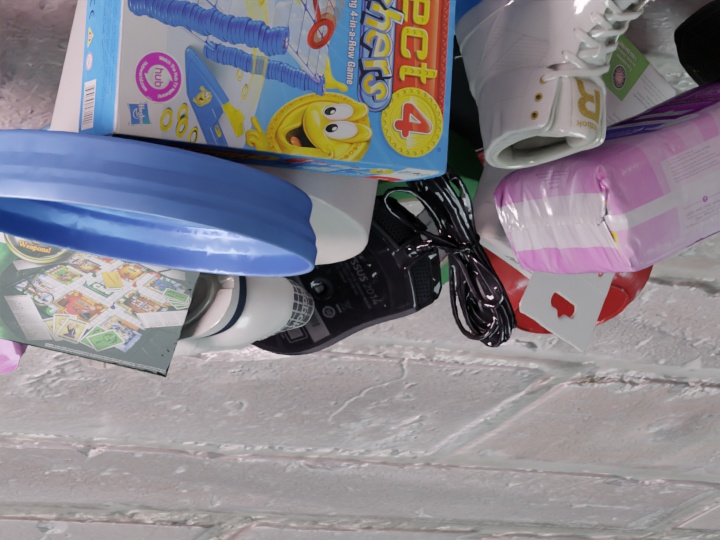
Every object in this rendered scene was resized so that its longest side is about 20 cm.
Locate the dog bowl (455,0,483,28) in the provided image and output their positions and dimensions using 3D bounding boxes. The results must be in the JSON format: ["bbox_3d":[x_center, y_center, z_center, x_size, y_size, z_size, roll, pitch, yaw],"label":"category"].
[{"bbox_3d":[0.101,-0.202,1.146,0.200,0.050,0.111,-22,153,28],"label":"dog bowl"}]

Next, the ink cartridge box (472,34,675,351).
[{"bbox_3d":[0.138,-0.057,1.312,0.067,0.201,0.117,14,170,34],"label":"ink cartridge box"}]

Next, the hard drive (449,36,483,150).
[{"bbox_3d":[0.030,-0.112,1.362,0.200,0.033,0.140,-19,154,23],"label":"hard drive"}]

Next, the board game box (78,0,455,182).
[{"bbox_3d":[-0.045,-0.157,1.028,0.195,0.201,0.056,5,176,-28],"label":"board game box"}]

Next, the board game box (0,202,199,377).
[{"bbox_3d":[-0.199,-0.003,1.150,0.199,0.023,0.105,14,122,-13],"label":"board game box"}]

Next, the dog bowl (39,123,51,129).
[{"bbox_3d":[-0.219,-0.049,1.337,0.200,0.112,0.050,-20,140,26],"label":"dog bowl"}]

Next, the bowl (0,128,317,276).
[{"bbox_3d":[-0.120,-0.035,1.032,0.200,0.040,0.201,9,172,1],"label":"bowl"}]

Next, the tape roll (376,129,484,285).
[{"bbox_3d":[0.001,-0.028,1.389,0.200,0.048,0.201,-18,152,-10],"label":"tape roll"}]

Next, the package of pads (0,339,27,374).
[{"bbox_3d":[-0.261,-0.043,1.208,0.075,0.121,0.200,-12,123,14],"label":"package of pads"}]

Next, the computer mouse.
[{"bbox_3d":[0.000,0.000,1.276,0.200,0.053,0.139,-14,113,25],"label":"computer mouse"}]

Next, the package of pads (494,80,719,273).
[{"bbox_3d":[0.197,-0.062,1.206,0.200,0.076,0.120,-24,-167,-28],"label":"package of pads"}]

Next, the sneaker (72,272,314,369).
[{"bbox_3d":[-0.120,0.029,1.263,0.080,0.077,0.200,8,172,-42],"label":"sneaker"}]

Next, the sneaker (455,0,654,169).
[{"bbox_3d":[0.137,-0.131,1.097,0.074,0.116,0.200,12,148,-34],"label":"sneaker"}]

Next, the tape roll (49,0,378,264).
[{"bbox_3d":[-0.082,-0.098,1.159,0.202,0.140,0.203,10,166,2],"label":"tape roll"}]

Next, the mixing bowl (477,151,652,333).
[{"bbox_3d":[0.157,-0.018,1.524,0.199,0.109,0.200,-7,155,-3],"label":"mixing bowl"}]

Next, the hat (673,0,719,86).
[{"bbox_3d":[0.310,-0.171,1.267,0.200,0.081,0.201,10,161,3],"label":"hat"}]
